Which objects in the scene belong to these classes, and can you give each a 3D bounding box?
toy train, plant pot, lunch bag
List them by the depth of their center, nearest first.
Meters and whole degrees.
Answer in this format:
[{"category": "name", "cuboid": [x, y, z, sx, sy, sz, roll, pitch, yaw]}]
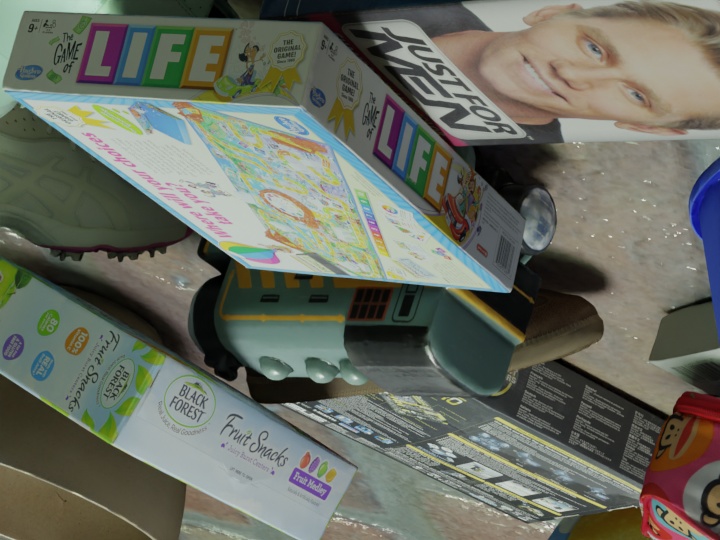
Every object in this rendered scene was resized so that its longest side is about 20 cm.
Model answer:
[{"category": "toy train", "cuboid": [0.000, 0.000, 1.053, 0.199, 0.115, 0.085, 0, 152, 41]}, {"category": "lunch bag", "cuboid": [0.239, 0.136, 1.127, 0.198, 0.083, 0.176, 21, 168, 13]}, {"category": "plant pot", "cuboid": [-0.189, 0.089, 1.417, 0.199, 0.135, 0.201, 18, 159, 7]}]

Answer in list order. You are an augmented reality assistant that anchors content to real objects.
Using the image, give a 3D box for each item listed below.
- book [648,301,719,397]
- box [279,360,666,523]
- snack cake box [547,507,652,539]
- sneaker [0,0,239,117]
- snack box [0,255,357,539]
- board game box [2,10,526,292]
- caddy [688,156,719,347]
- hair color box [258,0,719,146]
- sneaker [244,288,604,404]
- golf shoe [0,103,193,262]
[{"category": "book", "cuboid": [0.256, 0.070, 1.103, 0.199, 0.048, 0.133, 28, 161, -19]}, {"category": "box", "cuboid": [0.063, 0.083, 1.301, 0.199, 0.049, 0.161, 27, 160, -20]}, {"category": "snack cake box", "cuboid": [0.221, 0.197, 1.361, 0.199, 0.067, 0.116, -2, 124, 43]}, {"category": "sneaker", "cuboid": [-0.117, -0.096, 0.979, 0.117, 0.074, 0.200, 20, 161, -10]}, {"category": "snack box", "cuboid": [-0.105, 0.063, 1.120, 0.142, 0.053, 0.200, 26, 174, 34]}, {"category": "board game box", "cuboid": [-0.032, -0.044, 0.903, 0.133, 0.035, 0.200, 5, 163, 28]}, {"category": "caddy", "cuboid": [0.214, -0.003, 0.867, 0.141, 0.106, 0.199, -20, 151, 37]}, {"category": "hair color box", "cuboid": [0.070, -0.096, 0.827, 0.199, 0.061, 0.100, 0, 153, 40]}, {"category": "sneaker", "cuboid": [0.024, 0.021, 1.147, 0.198, 0.076, 0.070, -10, -178, 24]}, {"category": "golf shoe", "cuboid": [-0.166, -0.054, 1.129, 0.199, 0.092, 0.075, 5, -172, -36]}]
